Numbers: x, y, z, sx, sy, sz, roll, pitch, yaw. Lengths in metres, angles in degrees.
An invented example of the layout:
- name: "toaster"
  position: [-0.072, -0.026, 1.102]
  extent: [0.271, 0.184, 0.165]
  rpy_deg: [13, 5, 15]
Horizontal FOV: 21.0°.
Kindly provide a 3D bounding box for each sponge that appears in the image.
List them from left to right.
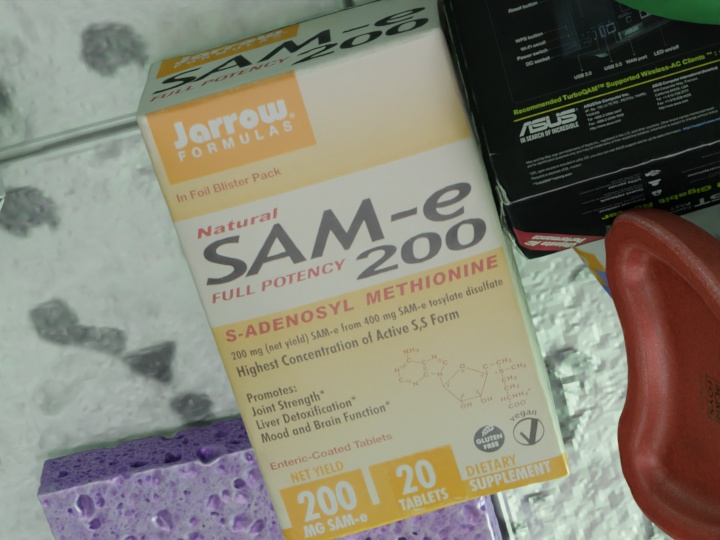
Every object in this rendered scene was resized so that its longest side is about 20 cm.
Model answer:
- name: "sponge"
  position: [-0.038, 0.118, 0.903]
  extent: [0.198, 0.030, 0.112]
  rpy_deg: [-12, 121, 5]

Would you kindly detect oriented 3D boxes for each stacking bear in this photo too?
- name: "stacking bear"
  position: [0.202, 0.023, 0.696]
  extent: [0.198, 0.114, 0.123]
  rpy_deg: [-15, 112, -20]

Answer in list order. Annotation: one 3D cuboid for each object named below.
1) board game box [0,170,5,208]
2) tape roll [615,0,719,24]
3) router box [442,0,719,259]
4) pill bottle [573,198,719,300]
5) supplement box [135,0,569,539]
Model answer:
- name: "board game box"
  position: [-0.229, 0.022, 0.784]
  extent: [0.125, 0.035, 0.201]
  rpy_deg: [3, 139, -26]
- name: "tape roll"
  position: [0.127, -0.185, 0.646]
  extent: [0.198, 0.048, 0.203]
  rpy_deg: [-1, 84, 9]
- name: "router box"
  position: [0.128, -0.106, 0.701]
  extent: [0.198, 0.151, 0.062]
  rpy_deg: [-16, 159, 7]
- name: "pill bottle"
  position: [0.173, 0.012, 0.800]
  extent: [0.112, 0.112, 0.200]
  rpy_deg: [-32, 117, 16]
- name: "supplement box"
  position: [0.000, 0.000, 0.791]
  extent: [0.125, 0.074, 0.202]
  rpy_deg: [-16, 112, 7]
